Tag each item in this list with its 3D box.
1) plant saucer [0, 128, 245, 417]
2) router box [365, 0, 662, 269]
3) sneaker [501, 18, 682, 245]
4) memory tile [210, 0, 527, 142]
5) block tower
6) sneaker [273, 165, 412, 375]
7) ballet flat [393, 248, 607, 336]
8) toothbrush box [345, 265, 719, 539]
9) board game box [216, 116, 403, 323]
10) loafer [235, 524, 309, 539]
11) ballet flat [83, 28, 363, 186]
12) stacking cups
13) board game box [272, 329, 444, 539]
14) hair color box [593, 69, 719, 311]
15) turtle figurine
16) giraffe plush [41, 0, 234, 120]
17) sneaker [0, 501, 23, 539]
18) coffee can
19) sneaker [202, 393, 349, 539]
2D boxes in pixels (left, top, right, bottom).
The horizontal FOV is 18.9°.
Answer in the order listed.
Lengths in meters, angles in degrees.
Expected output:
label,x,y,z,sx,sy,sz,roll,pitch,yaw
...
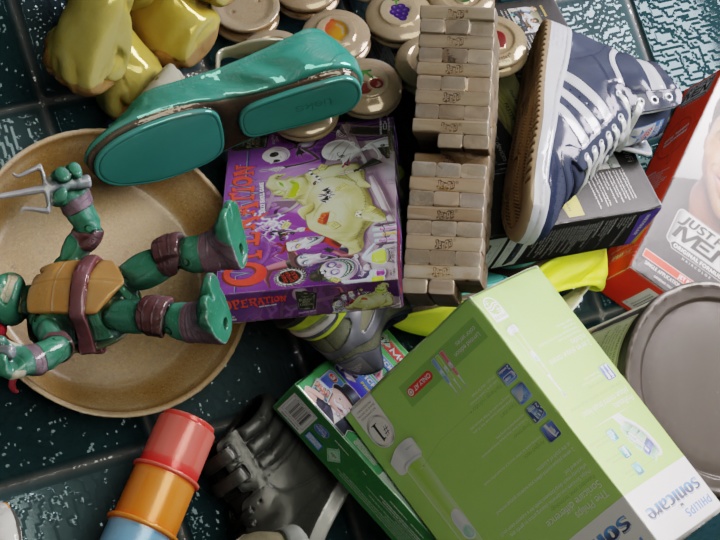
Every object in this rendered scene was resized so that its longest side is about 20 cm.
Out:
label,x,y,z,sx,sy,sz,roll,pitch,yaw
plant saucer,-0.173,0.004,1.464,0.200,0.035,0.200,7,72,-23
router box,0.107,-0.102,1.586,0.157,0.052,0.200,-10,62,-27
sneaker,0.164,-0.089,1.522,0.108,0.070,0.200,18,49,-8
memory tile,0.005,-0.175,1.556,0.200,0.017,0.153,-20,58,-15
block tower,0.063,-0.077,1.478,0.054,0.058,0.200,3,80,8
sneaker,0.000,0.000,1.509,0.081,0.074,0.200,50,37,-20
ballet flat,0.104,0.022,1.579,0.200,0.067,0.067,-23,107,-30
toothbrush box,0.110,0.123,1.402,0.086,0.146,0.200,-21,70,-50
board game box,-0.033,-0.037,1.456,0.120,0.032,0.200,-9,35,6
loafer,-0.099,0.214,1.349,0.070,0.200,0.075,4,54,-30
ballet flat,-0.099,-0.115,1.473,0.200,0.067,0.070,-19,53,-12
stacking cups,-0.145,0.187,1.399,0.061,0.061,0.200,30,71,-15
board game box,0.043,0.135,1.483,0.200,0.029,0.135,48,30,3
hair color box,0.268,-0.048,1.674,0.102,0.061,0.200,34,63,-12
turtle figurine,-0.176,0.008,1.366,0.200,0.101,0.150,-4,66,14
giraffe plush,-0.192,-0.221,1.467,0.162,0.200,0.173,34,73,24
sneaker,-0.253,0.246,1.344,0.092,0.076,0.200,-2,69,-17
coffee can,0.197,0.102,1.518,0.146,0.200,0.146,7,73,-23
sneaker,-0.076,0.170,1.445,0.099,0.071,0.200,34,57,-14
